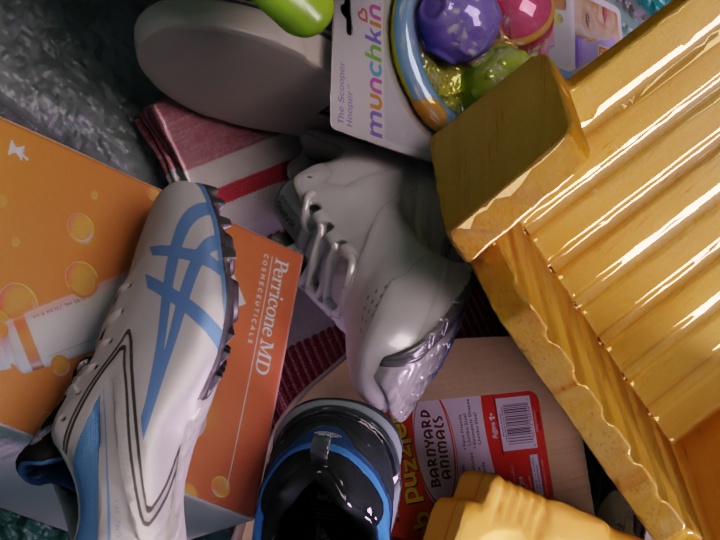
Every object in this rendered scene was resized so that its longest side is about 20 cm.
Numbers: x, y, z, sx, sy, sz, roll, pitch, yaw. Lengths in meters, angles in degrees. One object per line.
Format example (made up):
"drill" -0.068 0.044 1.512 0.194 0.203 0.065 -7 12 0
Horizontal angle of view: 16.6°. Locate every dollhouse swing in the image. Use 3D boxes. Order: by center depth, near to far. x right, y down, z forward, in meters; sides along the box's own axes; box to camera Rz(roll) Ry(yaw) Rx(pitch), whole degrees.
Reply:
"dollhouse swing" 0.158 -0.010 1.066 0.200 0.176 0.182 55 10 -18

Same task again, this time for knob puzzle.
"knob puzzle" 0.021 0.124 1.122 0.220 0.030 0.220 8 75 -33

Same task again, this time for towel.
"towel" -0.012 -0.007 1.166 0.144 0.023 0.200 -24 91 -40

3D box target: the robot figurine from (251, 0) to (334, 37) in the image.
"robot figurine" -0.043 -0.176 1.045 0.200 0.116 0.176 2 53 0

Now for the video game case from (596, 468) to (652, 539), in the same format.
"video game case" 0.200 0.084 1.234 0.200 0.036 0.181 3 96 -42

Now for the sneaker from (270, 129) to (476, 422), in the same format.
"sneaker" 0.000 0.000 1.081 0.087 0.075 0.200 23 21 -11

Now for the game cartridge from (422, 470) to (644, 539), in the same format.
"game cartridge" 0.093 0.201 1.114 0.200 0.032 0.176 26 76 -34

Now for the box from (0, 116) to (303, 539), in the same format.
"box" -0.139 0.023 1.010 0.200 0.097 0.124 24 63 -30

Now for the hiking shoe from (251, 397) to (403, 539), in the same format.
"hiking shoe" -0.020 0.154 0.993 0.087 0.074 0.200 -48 135 -76

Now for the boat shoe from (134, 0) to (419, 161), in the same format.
"boat shoe" -0.023 -0.116 1.141 0.200 0.075 0.093 17 58 -42

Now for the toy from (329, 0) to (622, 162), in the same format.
"toy" 0.071 -0.101 1.143 0.200 0.047 0.115 17 65 -44

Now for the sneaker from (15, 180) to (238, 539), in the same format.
"sneaker" -0.089 0.049 0.937 0.072 0.072 0.200 12 60 -6
